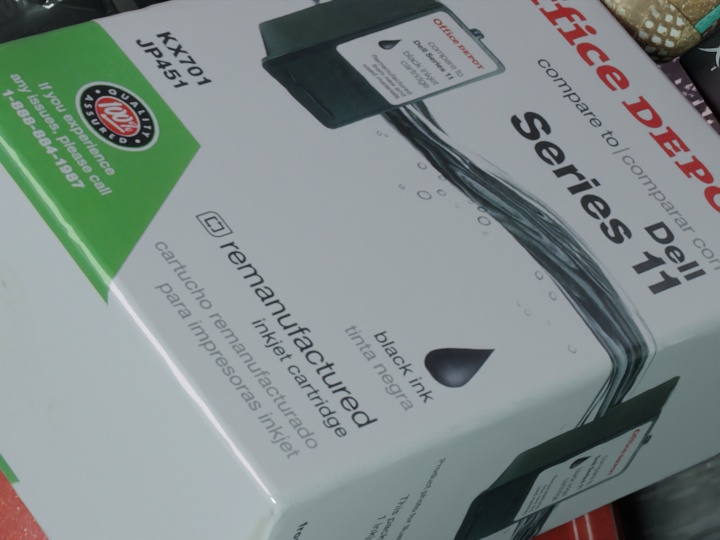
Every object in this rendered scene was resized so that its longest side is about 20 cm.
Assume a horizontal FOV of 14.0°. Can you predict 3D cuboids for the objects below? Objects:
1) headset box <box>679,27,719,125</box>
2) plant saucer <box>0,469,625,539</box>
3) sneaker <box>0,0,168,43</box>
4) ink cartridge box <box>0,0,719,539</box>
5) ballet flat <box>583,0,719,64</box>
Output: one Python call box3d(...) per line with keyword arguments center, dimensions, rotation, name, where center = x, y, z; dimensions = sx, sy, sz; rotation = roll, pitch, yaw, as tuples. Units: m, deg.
box3d(center=(0.197, -0.023, 0.767), dimensions=(0.149, 0.075, 0.200), rotation=(-36, 43, 5), name="headset box")
box3d(center=(-0.012, 0.051, 0.779), dimensions=(0.200, 0.199, 0.037), rotation=(-98, 28, -42), name="plant saucer")
box3d(center=(-0.086, -0.084, 0.873), dimensions=(0.200, 0.076, 0.091), rotation=(-20, 22, -2), name="sneaker")
box3d(center=(0.000, 0.000, 0.744), dimensions=(0.200, 0.083, 0.147), rotation=(-20, 61, -40), name="ink cartridge box")
box3d(center=(0.071, -0.154, 0.839), dimensions=(0.065, 0.070, 0.200), rotation=(-26, 70, 19), name="ballet flat")
